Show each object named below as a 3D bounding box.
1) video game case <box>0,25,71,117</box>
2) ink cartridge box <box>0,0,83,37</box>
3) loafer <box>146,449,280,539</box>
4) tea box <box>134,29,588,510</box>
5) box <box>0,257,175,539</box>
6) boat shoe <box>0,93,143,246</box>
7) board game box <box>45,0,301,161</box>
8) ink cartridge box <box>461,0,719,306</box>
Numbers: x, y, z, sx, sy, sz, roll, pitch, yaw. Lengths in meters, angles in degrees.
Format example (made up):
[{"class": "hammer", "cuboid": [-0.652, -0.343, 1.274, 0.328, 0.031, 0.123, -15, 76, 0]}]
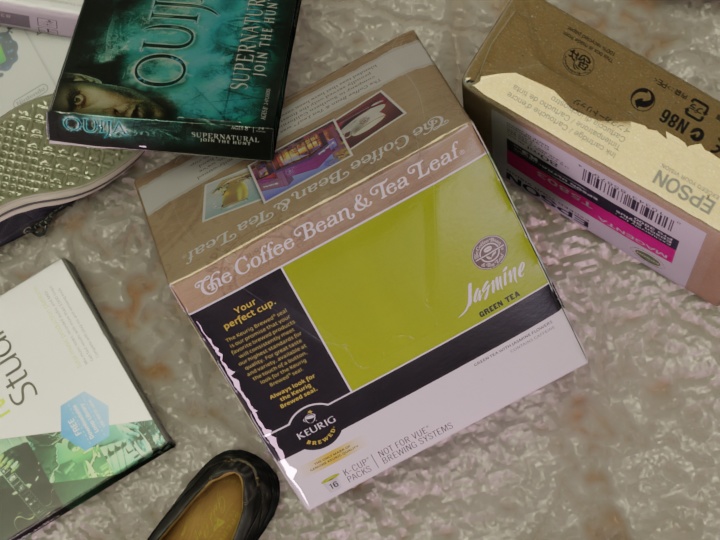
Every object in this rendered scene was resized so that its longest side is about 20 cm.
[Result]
[{"class": "video game case", "cuboid": [-0.305, -0.155, 1.518, 0.199, 0.024, 0.183, -30, 80, 0]}, {"class": "ink cartridge box", "cuboid": [-0.185, -0.255, 1.504, 0.159, 0.047, 0.201, 9, 72, -2]}, {"class": "loafer", "cuboid": [-0.123, 0.202, 1.422, 0.072, 0.072, 0.201, 26, 86, 8]}, {"class": "tea box", "cuboid": [0.000, 0.000, 1.361, 0.199, 0.134, 0.197, -27, 124, 1]}, {"class": "box", "cuboid": [-0.241, 0.104, 1.468, 0.199, 0.036, 0.145, -32, 79, 2]}, {"class": "boat shoe", "cuboid": [-0.230, -0.058, 1.479, 0.199, 0.062, 0.075, -31, 81, -14]}, {"class": "board game box", "cuboid": [-0.109, -0.137, 1.375, 0.134, 0.028, 0.201, 4, 37, 1]}, {"class": "ink cartridge box", "cuboid": [0.162, -0.072, 1.380, 0.199, 0.165, 0.075, 31, 80, 10]}]
